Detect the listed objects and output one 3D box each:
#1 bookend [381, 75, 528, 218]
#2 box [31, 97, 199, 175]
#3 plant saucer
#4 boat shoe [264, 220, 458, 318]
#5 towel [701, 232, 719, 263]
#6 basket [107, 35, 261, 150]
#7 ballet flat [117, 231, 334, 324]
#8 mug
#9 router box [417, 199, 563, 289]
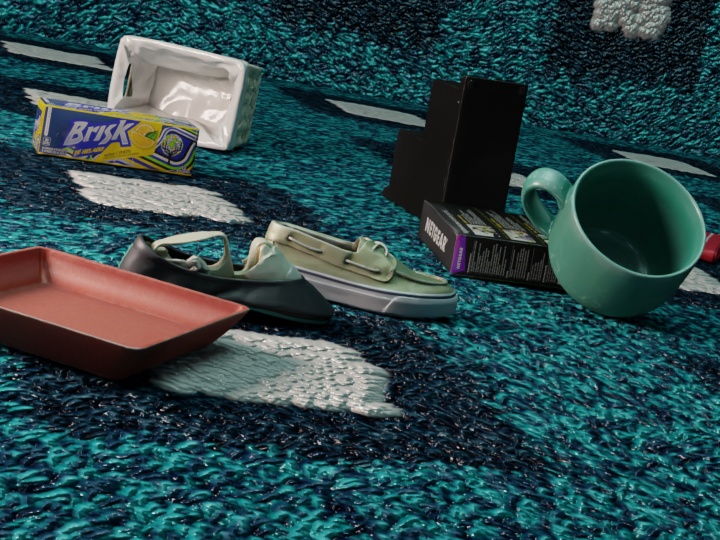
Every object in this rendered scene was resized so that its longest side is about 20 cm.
[{"bbox_3d":[0.121,-0.168,2.113,0.092,0.199,0.200,5,13,-23],"label":"bookend"},{"bbox_3d":[-0.311,-0.170,2.026,0.199,0.065,0.070,7,12,-21],"label":"box"},{"bbox_3d":[-0.214,0.033,1.217,0.199,0.037,0.200,16,12,17],"label":"plant saucer"},{"bbox_3d":[0.000,0.000,1.523,0.199,0.062,0.072,11,11,-9],"label":"boat shoe"},{"bbox_3d":[0.425,-0.049,2.302,0.199,0.023,0.145,13,13,17],"label":"towel"},{"bbox_3d":[-0.254,-0.260,2.353,0.199,0.136,0.123,14,8,13],"label":"basket"},{"bbox_3d":[-0.111,0.002,1.387,0.199,0.073,0.073,8,12,-19],"label":"ballet flat"},{"bbox_3d":[0.272,-0.038,1.727,0.152,0.115,0.185,-23,66,-27],"label":"mug"},{"bbox_3d":[0.159,-0.032,1.865,0.149,0.051,0.200,8,12,-10],"label":"router box"}]
